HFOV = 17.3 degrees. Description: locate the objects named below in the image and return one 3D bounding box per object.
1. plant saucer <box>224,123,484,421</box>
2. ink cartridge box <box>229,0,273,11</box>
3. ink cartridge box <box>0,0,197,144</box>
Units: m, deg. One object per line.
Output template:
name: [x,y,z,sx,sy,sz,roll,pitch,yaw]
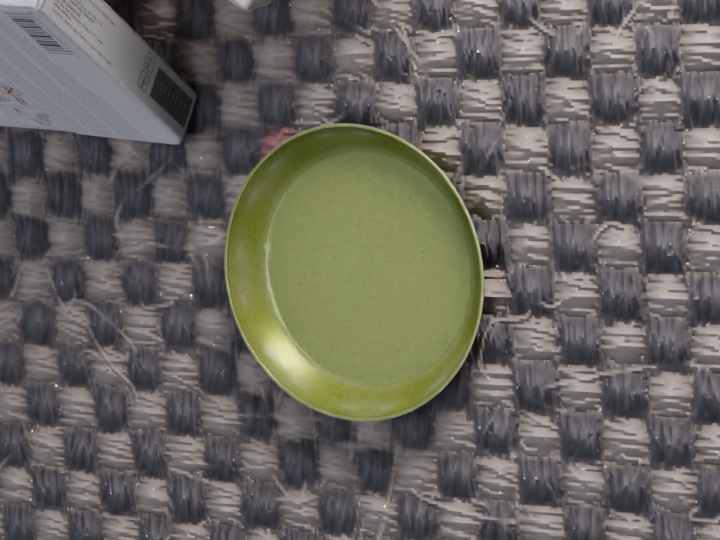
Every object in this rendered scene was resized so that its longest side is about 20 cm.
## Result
plant saucer: [0.000,0.000,1.583,0.200,0.031,0.201,6,102,29]
ink cartridge box: [-0.027,-0.274,1.481,0.084,0.145,0.200,39,115,7]
ink cartridge box: [-0.231,-0.151,1.599,0.173,0.200,0.044,8,71,29]
